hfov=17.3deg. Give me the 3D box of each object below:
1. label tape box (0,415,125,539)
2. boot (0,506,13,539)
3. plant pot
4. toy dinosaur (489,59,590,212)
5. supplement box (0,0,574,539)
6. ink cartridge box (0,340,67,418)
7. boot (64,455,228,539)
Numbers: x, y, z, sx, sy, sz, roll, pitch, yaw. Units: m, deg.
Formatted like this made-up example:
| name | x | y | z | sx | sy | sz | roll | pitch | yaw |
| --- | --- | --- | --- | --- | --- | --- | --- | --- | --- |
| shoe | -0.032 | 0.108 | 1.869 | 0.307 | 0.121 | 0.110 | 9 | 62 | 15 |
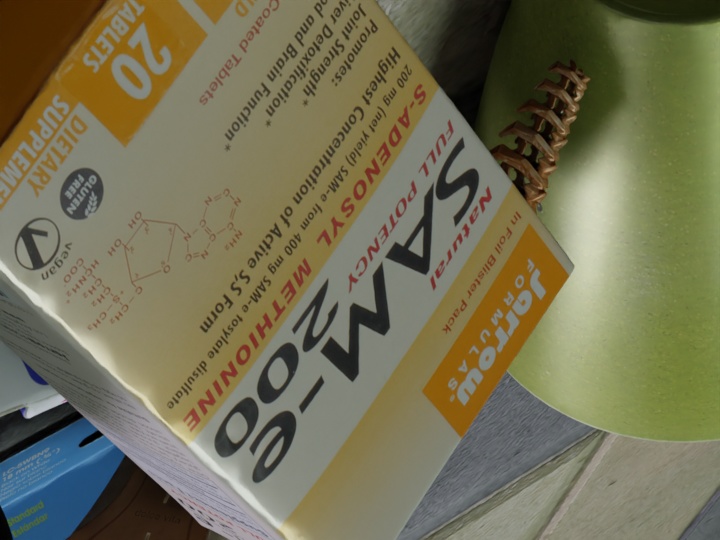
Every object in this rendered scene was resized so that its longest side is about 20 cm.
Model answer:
| name | x | y | z | sx | sy | sz | roll | pitch | yaw |
| --- | --- | --- | --- | --- | --- | --- | --- | --- | --- |
| label tape box | -0.104 | 0.125 | 1.079 | 0.144 | 0.063 | 0.200 | -29 | 161 | -28 |
| boot | -0.227 | 0.170 | 0.960 | 0.199 | 0.064 | 0.187 | -16 | 126 | -2 |
| plant pot | 0.122 | -0.065 | 0.907 | 0.187 | 0.187 | 0.200 | -33 | 147 | -14 |
| toy dinosaur | 0.000 | 0.000 | 0.852 | 0.200 | 0.136 | 0.102 | -36 | 161 | -7 |
| supplement box | -0.038 | -0.016 | 0.647 | 0.126 | 0.073 | 0.200 | -56 | 135 | -14 |
| ink cartridge box | -0.073 | -0.020 | 0.722 | 0.199 | 0.095 | 0.037 | -23 | 173 | -40 |
| boot | -0.069 | 0.102 | 0.969 | 0.146 | 0.070 | 0.201 | -15 | 125 | -74 |
